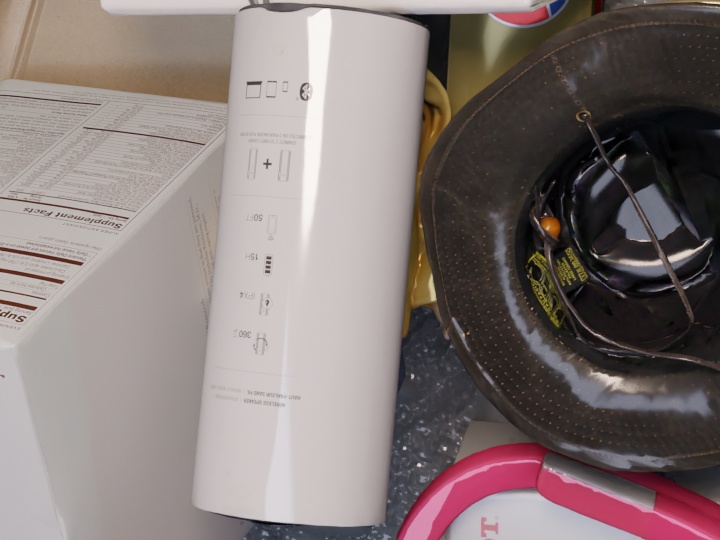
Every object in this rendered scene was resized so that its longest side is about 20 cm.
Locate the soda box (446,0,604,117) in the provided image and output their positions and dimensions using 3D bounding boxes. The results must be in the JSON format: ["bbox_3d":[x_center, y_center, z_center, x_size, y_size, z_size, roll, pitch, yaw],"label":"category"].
[{"bbox_3d":[0.077,-0.165,0.825,0.064,0.068,0.201,6,110,11],"label":"soda box"}]

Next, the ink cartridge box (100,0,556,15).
[{"bbox_3d":[-0.012,-0.181,0.772,0.199,0.084,0.146,4,107,27],"label":"ink cartridge box"}]

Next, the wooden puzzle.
[{"bbox_3d":[-0.078,-0.132,0.892,0.199,0.037,0.186,21,111,0],"label":"wooden puzzle"}]

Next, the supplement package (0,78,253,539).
[{"bbox_3d":[-0.138,0.048,0.842,0.146,0.200,0.192,8,124,25],"label":"supplement package"}]

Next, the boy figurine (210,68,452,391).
[{"bbox_3d":[0.000,0.000,0.830,0.124,0.064,0.201,16,91,-20],"label":"boy figurine"}]

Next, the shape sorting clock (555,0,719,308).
[{"bbox_3d":[0.145,-0.016,0.812,0.198,0.039,0.201,5,111,15],"label":"shape sorting clock"}]

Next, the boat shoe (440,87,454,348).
[{"bbox_3d":[0.071,0.013,0.890,0.070,0.071,0.200,-35,96,29],"label":"boat shoe"}]

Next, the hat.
[{"bbox_3d":[0.127,-0.019,0.753,0.199,0.081,0.202,9,112,22],"label":"hat"}]

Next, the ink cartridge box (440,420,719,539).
[{"bbox_3d":[0.141,0.158,0.913,0.198,0.088,0.146,2,108,10],"label":"ink cartridge box"}]

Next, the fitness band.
[{"bbox_3d":[0.108,0.158,0.858,0.199,0.037,0.144,24,113,6],"label":"fitness band"}]

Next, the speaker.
[{"bbox_3d":[-0.020,0.000,0.754,0.081,0.081,0.202,4,88,11],"label":"speaker"}]
